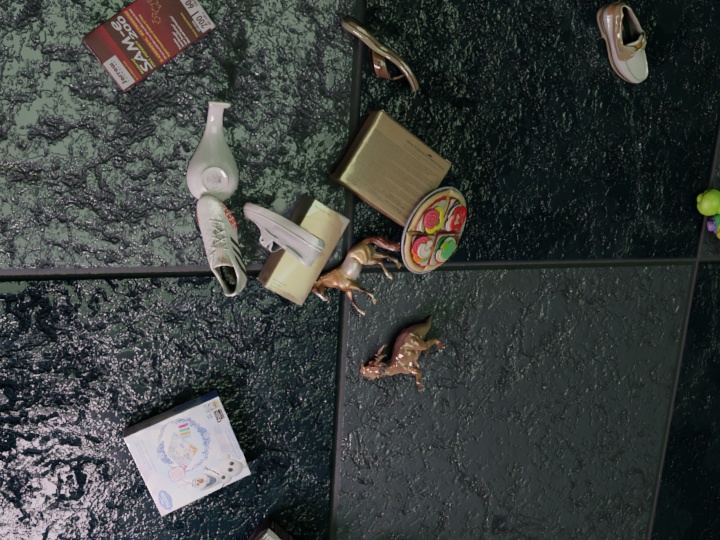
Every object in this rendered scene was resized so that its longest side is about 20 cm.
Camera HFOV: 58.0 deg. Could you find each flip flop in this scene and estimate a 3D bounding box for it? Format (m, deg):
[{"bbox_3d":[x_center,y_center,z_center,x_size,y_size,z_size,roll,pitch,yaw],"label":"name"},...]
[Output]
[{"bbox_3d":[0.036,-0.419,1.281,0.200,0.081,0.058,34,107,-23],"label":"flip flop"}]

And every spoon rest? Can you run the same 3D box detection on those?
[{"bbox_3d":[-0.274,-0.224,1.226,0.099,0.061,0.201,2,116,-20],"label":"spoon rest"}]

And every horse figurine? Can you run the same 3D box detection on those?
[{"bbox_3d":[0.000,0.000,1.373,0.132,0.050,0.200,36,98,-4],"label":"horse figurine"}]

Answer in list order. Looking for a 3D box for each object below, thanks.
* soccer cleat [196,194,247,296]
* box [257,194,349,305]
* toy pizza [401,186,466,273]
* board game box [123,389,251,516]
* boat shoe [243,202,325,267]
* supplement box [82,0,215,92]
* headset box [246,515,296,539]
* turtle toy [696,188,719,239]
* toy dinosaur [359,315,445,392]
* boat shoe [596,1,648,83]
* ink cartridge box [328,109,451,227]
[{"bbox_3d":[-0.266,-0.045,1.243,0.068,0.085,0.201,-11,110,5],"label":"soccer cleat"},{"bbox_3d":[-0.115,-0.043,1.310,0.095,0.078,0.201,28,93,-24],"label":"box"},{"bbox_3d":[0.165,-0.081,1.387,0.200,0.032,0.201,-26,132,-33],"label":"toy pizza"},{"bbox_3d":[-0.354,0.376,1.343,0.198,0.043,0.201,-22,110,-15],"label":"board game box"},{"bbox_3d":[-0.156,-0.067,1.239,0.069,0.199,0.072,-61,158,-1],"label":"boat shoe"},{"bbox_3d":[-0.368,-0.414,1.134,0.200,0.061,0.109,-39,113,-7],"label":"supplement box"},{"bbox_3d":[-0.181,0.674,1.438,0.200,0.077,0.149,43,86,-9],"label":"headset box"},{"bbox_3d":[0.953,-0.140,1.676,0.200,0.101,0.146,31,91,-24],"label":"turtle toy"},{"bbox_3d":[0.098,0.176,1.446,0.135,0.086,0.201,32,85,-17],"label":"toy dinosaur"},{"bbox_3d":[0.606,-0.511,1.472,0.075,0.068,0.200,-43,114,-6],"label":"boat shoe"},{"bbox_3d":[0.061,-0.207,1.338,0.200,0.075,0.165,32,90,-25],"label":"ink cartridge box"}]
